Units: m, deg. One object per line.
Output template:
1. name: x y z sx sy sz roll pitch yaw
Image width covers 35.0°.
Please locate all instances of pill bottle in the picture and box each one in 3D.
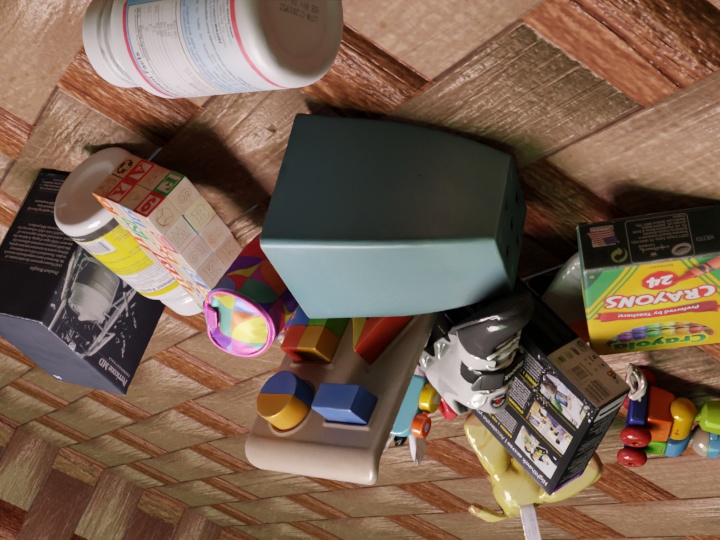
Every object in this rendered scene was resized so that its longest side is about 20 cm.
1. pill bottle: -0.242 -0.039 1.305 0.114 0.115 0.200 3 150 38
2. pill bottle: -0.120 -0.190 0.883 0.200 0.109 0.109 3 150 39

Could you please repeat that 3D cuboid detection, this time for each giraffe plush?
1. giraffe plush: 0.218 0.233 1.462 0.172 0.201 0.162 5 -172 8

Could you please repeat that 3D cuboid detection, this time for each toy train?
1. toy train: 0.008 0.102 1.190 0.150 0.200 0.056 -28 156 16
2. toy train: 0.345 0.153 1.249 0.115 0.085 0.200 5 153 12

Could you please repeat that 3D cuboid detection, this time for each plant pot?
1. plant pot: 0.040 -0.043 1.024 0.199 0.142 0.141 3 151 20

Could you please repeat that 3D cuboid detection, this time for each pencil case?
1. pencil case: -0.087 0.000 1.152 0.088 0.200 0.089 11 126 16

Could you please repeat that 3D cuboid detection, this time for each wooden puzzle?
1. wooden puzzle: -0.027 0.096 1.097 0.185 0.201 0.046 -2 151 46

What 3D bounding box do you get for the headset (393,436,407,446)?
1. headset: -0.016 0.168 1.571 0.200 0.094 0.123 23 157 -16

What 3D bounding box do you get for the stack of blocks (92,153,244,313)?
1. stack of blocks: -0.179 -0.024 1.206 0.115 0.059 0.200 22 155 47

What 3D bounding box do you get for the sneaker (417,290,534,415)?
1. sneaker: 0.119 0.080 1.034 0.089 0.074 0.200 61 158 10

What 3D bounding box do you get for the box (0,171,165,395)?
1. box: -0.343 0.017 1.410 0.124 0.197 0.200 9 154 27

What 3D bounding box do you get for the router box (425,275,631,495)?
1. router box: 0.153 0.098 1.109 0.200 0.051 0.149 47 144 27

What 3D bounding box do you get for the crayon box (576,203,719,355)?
1. crayon box: 0.263 0.021 1.018 0.127 0.051 0.200 -8 150 10

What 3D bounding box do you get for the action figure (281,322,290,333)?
1. action figure: -0.118 0.049 1.472 0.065 0.052 0.200 23 155 12

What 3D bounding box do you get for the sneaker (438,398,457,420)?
1. sneaker: 0.044 0.131 1.450 0.199 0.085 0.077 21 156 4

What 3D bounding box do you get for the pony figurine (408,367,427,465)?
1. pony figurine: 0.068 0.108 1.333 0.200 0.167 0.193 28 153 27

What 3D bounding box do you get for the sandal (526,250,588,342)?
1. sandal: 0.202 0.024 1.127 0.079 0.059 0.207 9 143 -13

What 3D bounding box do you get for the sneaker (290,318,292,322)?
1. sneaker: 0.000 0.000 1.238 0.200 0.076 0.076 -14 118 32
